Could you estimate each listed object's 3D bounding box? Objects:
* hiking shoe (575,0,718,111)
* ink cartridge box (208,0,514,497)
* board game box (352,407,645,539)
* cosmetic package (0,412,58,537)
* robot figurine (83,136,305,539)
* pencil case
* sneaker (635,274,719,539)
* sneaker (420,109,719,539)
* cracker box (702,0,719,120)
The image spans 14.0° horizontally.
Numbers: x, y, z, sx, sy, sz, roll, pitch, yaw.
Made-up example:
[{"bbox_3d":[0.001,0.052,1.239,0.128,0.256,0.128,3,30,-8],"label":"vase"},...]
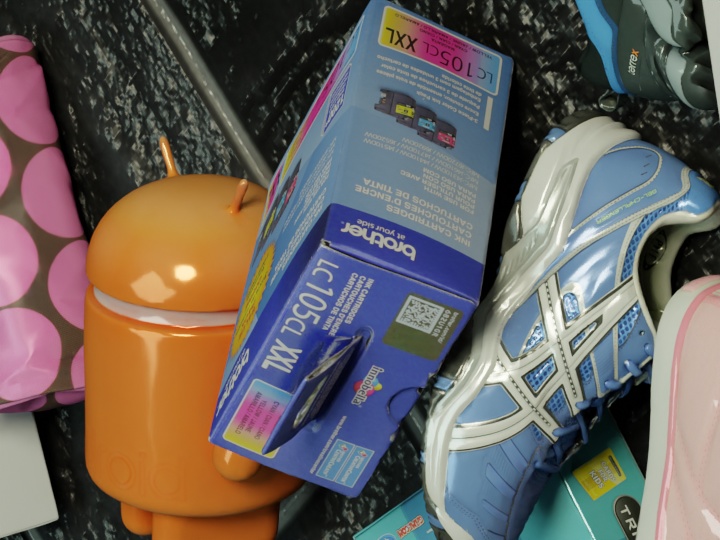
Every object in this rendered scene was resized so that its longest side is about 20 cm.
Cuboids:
[{"bbox_3d":[0.104,-0.161,1.179,0.087,0.074,0.200,2,104,48],"label":"hiking shoe"},{"bbox_3d":[0.000,0.000,1.263,0.200,0.076,0.137,-81,16,-47],"label":"ink cartridge box"},{"bbox_3d":[0.094,0.175,1.323,0.151,0.047,0.200,-40,73,47],"label":"board game box"},{"bbox_3d":[-0.247,0.052,1.661,0.151,0.052,0.200,-7,98,59],"label":"cosmetic package"},{"bbox_3d":[-0.076,0.041,1.422,0.116,0.144,0.200,5,110,10],"label":"robot figurine"},{"bbox_3d":[-0.191,-0.023,1.561,0.094,0.091,0.200,174,84,-77],"label":"pencil case"},{"bbox_3d":[0.170,0.107,1.190,0.105,0.075,0.201,14,108,52],"label":"sneaker"},{"bbox_3d":[0.086,0.036,1.230,0.077,0.076,0.200,23,97,24],"label":"sneaker"},{"bbox_3d":[0.216,-0.105,1.083,0.200,0.058,0.134,-2,100,50],"label":"cracker box"}]
